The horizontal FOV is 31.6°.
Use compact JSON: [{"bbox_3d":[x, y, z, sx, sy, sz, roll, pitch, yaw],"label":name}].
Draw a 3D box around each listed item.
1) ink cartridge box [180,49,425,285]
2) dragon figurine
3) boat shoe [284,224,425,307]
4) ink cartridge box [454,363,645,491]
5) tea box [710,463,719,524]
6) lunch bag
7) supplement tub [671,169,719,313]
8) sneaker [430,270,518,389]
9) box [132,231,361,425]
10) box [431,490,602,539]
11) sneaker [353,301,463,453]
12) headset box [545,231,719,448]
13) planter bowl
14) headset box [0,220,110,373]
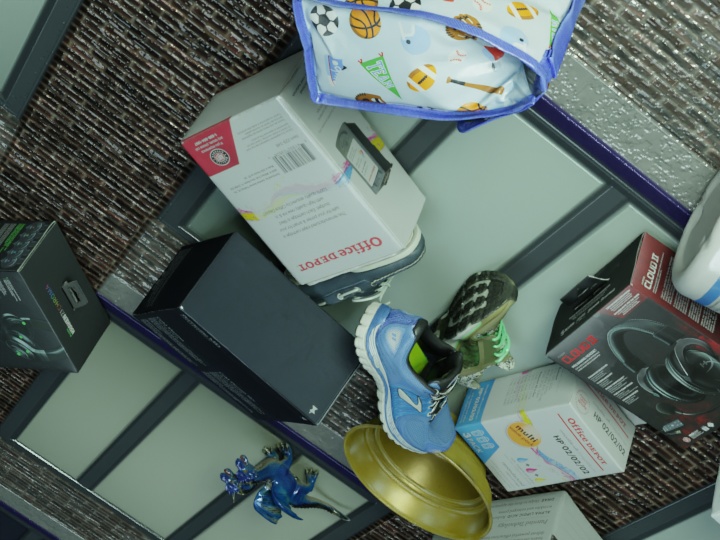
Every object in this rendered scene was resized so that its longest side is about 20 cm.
[{"bbox_3d":[-0.054,-0.097,1.241,0.146,0.086,0.200,-17,124,39],"label":"ink cartridge box"},{"bbox_3d":[-0.102,0.295,1.665,0.058,0.100,0.200,-16,124,39],"label":"dragon figurine"},{"bbox_3d":[0.000,0.000,1.321,0.199,0.075,0.062,-19,121,42],"label":"boat shoe"},{"bbox_3d":[0.216,0.166,1.383,0.199,0.068,0.115,-20,122,40],"label":"ink cartridge box"},{"bbox_3d":[0.487,0.217,1.240,0.199,0.134,0.196,39,139,-15],"label":"tea box"},{"bbox_3d":[0.072,-0.203,0.996,0.197,0.171,0.125,9,140,19],"label":"lunch bag"},{"bbox_3d":[0.378,0.000,1.075,0.198,0.133,0.132,27,140,1],"label":"supplement tub"},{"bbox_3d":[0.131,0.068,1.336,0.088,0.078,0.200,22,147,-9],"label":"sneaker"},{"bbox_3d":[-0.123,0.067,1.391,0.200,0.105,0.182,42,161,-18],"label":"box"},{"bbox_3d":[0.208,0.394,1.577,0.198,0.131,0.199,-17,124,39],"label":"box"},{"bbox_3d":[0.063,0.120,1.303,0.088,0.079,0.201,7,139,33],"label":"sneaker"},{"bbox_3d":[0.288,0.066,1.234,0.199,0.078,0.149,33,140,-9],"label":"headset box"},{"bbox_3d":[0.083,0.218,1.485,0.199,0.084,0.202,25,147,18],"label":"planter bowl"},{"bbox_3d":[-0.428,0.030,1.568,0.197,0.093,0.175,2,133,26],"label":"headset box"}]
